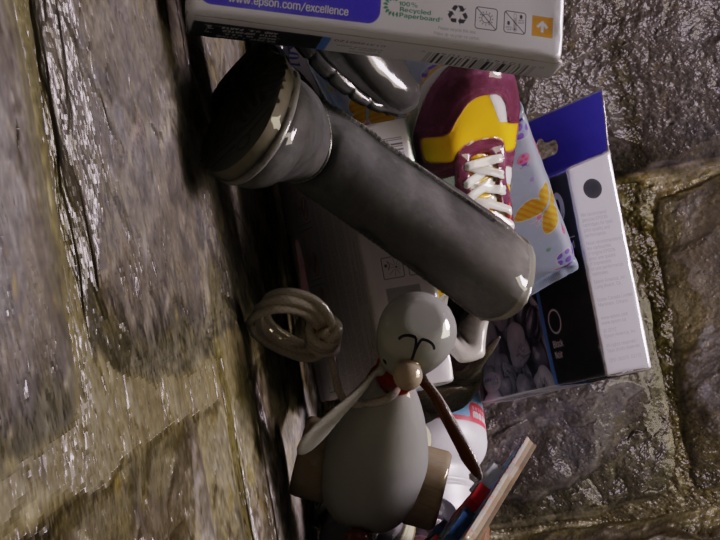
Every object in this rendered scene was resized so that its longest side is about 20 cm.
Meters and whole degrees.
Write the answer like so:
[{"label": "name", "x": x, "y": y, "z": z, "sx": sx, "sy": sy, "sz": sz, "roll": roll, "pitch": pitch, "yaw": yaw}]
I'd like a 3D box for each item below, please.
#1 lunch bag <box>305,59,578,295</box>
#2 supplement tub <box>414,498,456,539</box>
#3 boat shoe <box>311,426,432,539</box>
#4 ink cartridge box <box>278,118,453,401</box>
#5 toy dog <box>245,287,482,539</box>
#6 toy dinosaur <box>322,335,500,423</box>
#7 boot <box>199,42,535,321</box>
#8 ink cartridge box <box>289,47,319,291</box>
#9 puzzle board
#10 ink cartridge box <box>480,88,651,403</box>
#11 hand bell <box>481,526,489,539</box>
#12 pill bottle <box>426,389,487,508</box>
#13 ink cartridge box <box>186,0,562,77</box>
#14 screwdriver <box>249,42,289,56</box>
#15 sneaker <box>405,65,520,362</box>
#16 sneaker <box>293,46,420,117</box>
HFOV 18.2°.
[{"label": "lunch bag", "x": 0.049, "y": -0.091, "z": 1.517, "sx": 0.200, "sy": 0.127, "sz": 0.170, "roll": 55, "pitch": -6, "yaw": 43}, {"label": "supplement tub", "x": 0.039, "y": 0.247, "z": 1.446, "sx": 0.107, "sy": 0.107, "sz": 0.201, "roll": 73, "pitch": 9, "yaw": -59}, {"label": "boat shoe", "x": -0.003, "y": 0.137, "z": 1.425, "sx": 0.066, "sy": 0.072, "sz": 0.201, "roll": 55, "pitch": 25, "yaw": -18}, {"label": "ink cartridge box", "x": 0.000, "y": 0.000, "z": 1.412, "sx": 0.200, "sy": 0.050, "sz": 0.162, "roll": 157, "pitch": -77, "yaw": -78}, {"label": "toy dog", "x": 0.008, "y": 0.102, "z": 1.270, "sx": 0.200, "sy": 0.131, "sz": 0.097, "roll": 71, "pitch": 23, "yaw": -50}, {"label": "toy dinosaur", "x": 0.035, "y": 0.081, "z": 1.575, "sx": 0.102, "sy": 0.200, "sz": 0.077, "roll": 15, "pitch": 45, "yaw": -40}, {"label": "boot", "x": 0.009, "y": -0.036, "z": 1.229, "sx": 0.200, "sy": 0.073, "sz": 0.182, "roll": 44, "pitch": 17, "yaw": -15}, {"label": "ink cartridge box", "x": -0.031, "y": -0.076, "z": 1.591, "sx": 0.094, "sy": 0.044, "sz": 0.201, "roll": 63, "pitch": 18, "yaw": -79}, {"label": "puzzle board", "x": 0.033, "y": 0.174, "z": 1.282, "sx": 0.017, "sy": 0.151, "sz": 0.200, "roll": 41, "pitch": 17, "yaw": 4}, {"label": "ink cartridge box", "x": 0.129, "y": -0.013, "z": 1.618, "sx": 0.198, "sy": 0.043, "sz": 0.201, "roll": 158, "pitch": -75, "yaw": -66}, {"label": "hand bell", "x": 0.049, "y": 0.218, "z": 1.360, "sx": 0.200, "sy": 0.104, "sz": 0.104, "roll": -67, "pitch": 151, "yaw": -53}, {"label": "pill bottle", "x": 0.038, "y": 0.098, "z": 1.710, "sx": 0.109, "sy": 0.108, "sz": 0.201, "roll": 69, "pitch": 13, "yaw": -68}, {"label": "ink cartridge box", "x": 0.013, "y": -0.211, "z": 1.176, "sx": 0.043, "sy": 0.197, "sz": 0.201, "roll": 134, "pitch": -38, "yaw": -75}, {"label": "screwdriver", "x": -0.055, "y": -0.112, "z": 1.446, "sx": 0.029, "sy": 0.028, "sz": 0.200, "roll": 42, "pitch": 26, "yaw": -35}, {"label": "sneaker", "x": 0.070, "y": -0.038, "z": 1.363, "sx": 0.090, "sy": 0.075, "sz": 0.200, "roll": 54, "pitch": -31, "yaw": 40}, {"label": "sneaker", "x": -0.020, "y": -0.173, "z": 1.234, "sx": 0.200, "sy": 0.091, "sz": 0.076, "roll": 53, "pitch": 3, "yaw": -17}]
